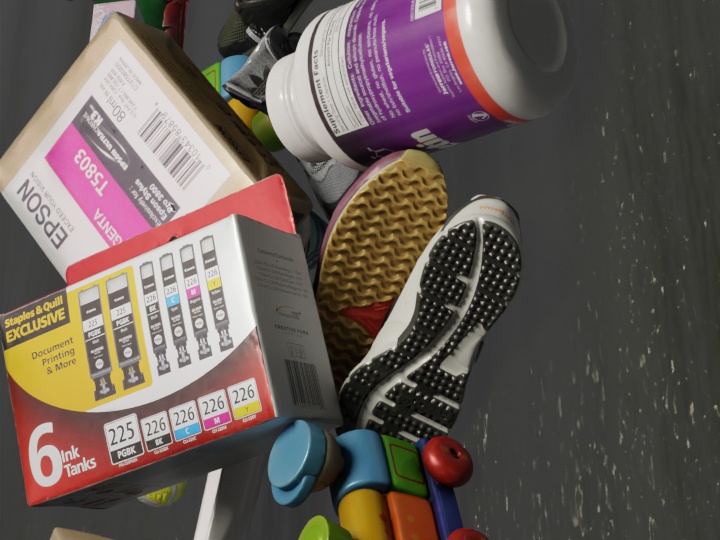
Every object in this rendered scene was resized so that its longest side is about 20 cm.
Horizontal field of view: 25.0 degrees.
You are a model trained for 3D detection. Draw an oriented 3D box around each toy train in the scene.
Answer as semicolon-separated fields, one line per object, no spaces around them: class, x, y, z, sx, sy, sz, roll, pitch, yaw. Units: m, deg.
toy train;-0.100;-0.094;1.340;0.115;0.084;0.201;-27;48;29
toy train;0.013;0.176;0.931;0.085;0.115;0.201;-50;34;31

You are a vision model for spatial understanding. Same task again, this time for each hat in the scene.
hat;-0.191;-0.252;1.664;0.200;0.177;0.165;-41;10;-34

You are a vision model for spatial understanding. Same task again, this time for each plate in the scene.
plate;-0.084;0.117;1.166;0.200;0.032;0.201;127;156;-74

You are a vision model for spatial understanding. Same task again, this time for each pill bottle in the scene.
pill bottle;0.035;-0.132;1.059;0.199;0.112;0.113;-16;57;40

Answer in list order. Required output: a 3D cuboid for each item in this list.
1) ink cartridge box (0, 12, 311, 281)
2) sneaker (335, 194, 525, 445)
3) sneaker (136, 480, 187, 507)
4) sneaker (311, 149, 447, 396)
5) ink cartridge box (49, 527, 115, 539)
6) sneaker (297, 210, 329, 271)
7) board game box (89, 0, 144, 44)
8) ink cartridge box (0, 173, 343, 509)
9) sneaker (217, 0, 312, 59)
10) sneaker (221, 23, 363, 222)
ink cartridge box;-0.156;-0.059;1.180;0.165;0.075;0.200;-49;63;14
sneaker;0.049;0.039;1.026;0.201;0.073;0.080;-58;3;27
sneaker;-0.162;0.100;1.343;0.105;0.076;0.200;-46;41;14
sneaker;0.000;0.000;1.094;0.090;0.074;0.201;-94;26;-65
ink cartridge box;-0.219;0.323;1.278;0.166;0.075;0.200;-66;28;8
sneaker;-0.101;0.010;1.250;0.199;0.086;0.078;-25;58;33
board game box;-0.193;-0.091;1.404;0.200;0.043;0.202;74;-165;-57
ink cartridge box;-0.130;0.043;1.050;0.199;0.084;0.177;-22;71;25
sneaker;-0.091;-0.262;1.401;0.199;0.114;0.077;-42;37;43
sneaker;-0.043;-0.111;1.209;0.075;0.113;0.201;-45;35;22
